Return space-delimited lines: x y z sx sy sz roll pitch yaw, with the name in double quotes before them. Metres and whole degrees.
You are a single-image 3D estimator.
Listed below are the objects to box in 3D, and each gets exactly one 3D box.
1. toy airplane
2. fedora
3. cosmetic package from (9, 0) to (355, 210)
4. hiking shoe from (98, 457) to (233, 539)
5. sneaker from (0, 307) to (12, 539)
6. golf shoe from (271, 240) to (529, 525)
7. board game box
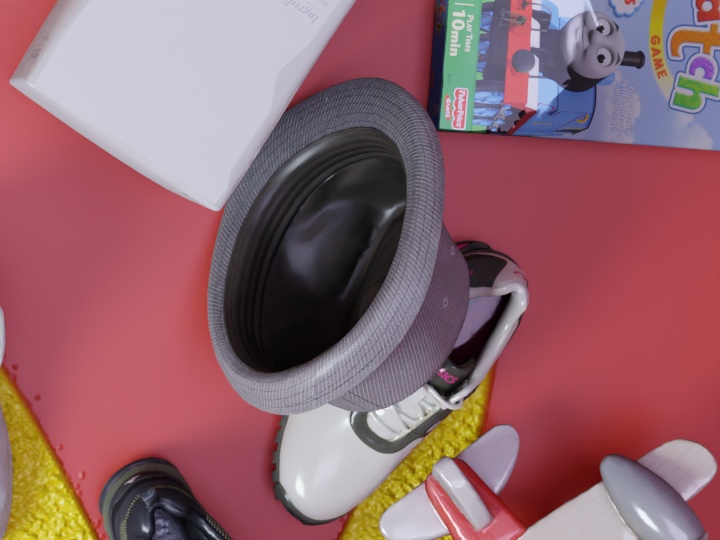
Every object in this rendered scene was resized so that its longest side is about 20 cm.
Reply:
"toy airplane" 0.104 0.187 1.228 0.199 0.141 0.200 9 93 -11
"fedora" 0.000 0.000 1.200 0.090 0.177 0.200 34 43 -39
"cosmetic package" -0.084 -0.150 1.139 0.123 0.199 0.200 32 88 -13
"hiking shoe" -0.084 0.204 1.220 0.076 0.101 0.200 -35 100 -6
"sneaker" -0.230 0.074 1.173 0.074 0.116 0.200 -8 98 -12
"golf shoe" 0.022 0.066 1.238 0.077 0.088 0.200 39 88 -14
"board game box" 0.144 -0.151 1.269 0.200 0.037 0.151 3 94 -12
